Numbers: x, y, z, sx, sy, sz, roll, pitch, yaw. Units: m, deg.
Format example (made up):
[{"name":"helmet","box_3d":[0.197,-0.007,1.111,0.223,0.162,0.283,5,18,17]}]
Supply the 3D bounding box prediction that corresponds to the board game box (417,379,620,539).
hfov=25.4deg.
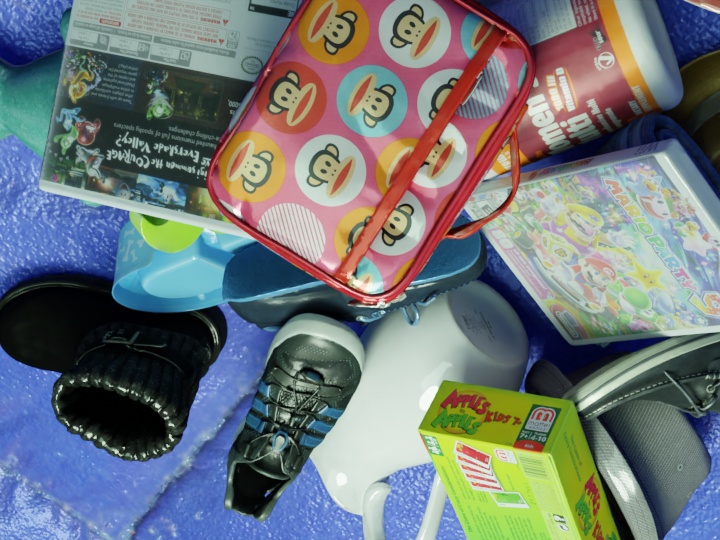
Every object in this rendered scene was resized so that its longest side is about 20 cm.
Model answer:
[{"name":"board game box","box_3d":[0.121,0.166,1.138,0.101,0.048,0.201,8,140,31]}]

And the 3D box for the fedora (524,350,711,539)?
[{"name":"fedora","box_3d":[0.202,0.135,1.199,0.090,0.177,0.201,-30,127,-7]}]

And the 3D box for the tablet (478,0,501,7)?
[{"name":"tablet","box_3d":[0.009,-0.213,1.120,0.130,0.014,0.200,-37,103,30]}]

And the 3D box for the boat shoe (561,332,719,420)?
[{"name":"boat shoe","box_3d":[0.235,0.072,1.101,0.198,0.075,0.063,-16,83,-13]}]

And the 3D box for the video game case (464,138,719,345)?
[{"name":"video game case","box_3d":[0.168,-0.012,1.046,0.143,0.018,0.199,51,150,-19]}]

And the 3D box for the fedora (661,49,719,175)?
[{"name":"fedora","box_3d":[0.274,-0.052,1.094,0.199,0.082,0.202,7,121,12]}]

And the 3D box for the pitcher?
[{"name":"pitcher","box_3d":[0.046,0.117,1.213,0.200,0.121,0.172,-46,59,33]}]

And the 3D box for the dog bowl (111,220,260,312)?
[{"name":"dog bowl","box_3d":[-0.100,-0.025,1.206,0.199,0.111,0.050,-21,67,24]}]

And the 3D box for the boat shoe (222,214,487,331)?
[{"name":"boat shoe","box_3d":[0.000,0.000,1.152,0.198,0.085,0.069,-4,145,23]}]

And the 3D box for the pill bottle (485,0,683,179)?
[{"name":"pill bottle","box_3d":[0.106,-0.127,1.076,0.199,0.110,0.110,-21,112,20]}]

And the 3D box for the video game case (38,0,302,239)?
[{"name":"video game case","box_3d":[-0.113,-0.124,1.082,0.198,0.023,0.184,13,93,18]}]

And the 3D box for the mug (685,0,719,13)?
[{"name":"mug","box_3d":[0.266,-0.268,0.973,0.133,0.177,0.202,38,125,36]}]

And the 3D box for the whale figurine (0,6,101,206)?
[{"name":"whale figurine","box_3d":[-0.211,-0.113,1.184,0.198,0.104,0.160,9,121,12]}]

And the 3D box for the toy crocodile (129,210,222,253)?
[{"name":"toy crocodile","box_3d":[-0.082,-0.091,1.113,0.200,0.068,0.062,-43,137,19]}]

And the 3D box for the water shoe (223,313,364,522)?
[{"name":"water shoe","box_3d":[-0.049,0.114,1.172,0.071,0.079,0.201,18,137,-6]}]

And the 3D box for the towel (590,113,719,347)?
[{"name":"towel","box_3d":[0.181,-0.025,1.094,0.112,0.048,0.200,50,154,4]}]

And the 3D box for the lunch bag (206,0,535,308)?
[{"name":"lunch bag","box_3d":[0.017,-0.084,1.002,0.175,0.082,0.201,32,98,0]}]

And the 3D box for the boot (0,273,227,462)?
[{"name":"boot","box_3d":[-0.218,0.074,1.259,0.209,0.158,0.080,1,120,14]}]
